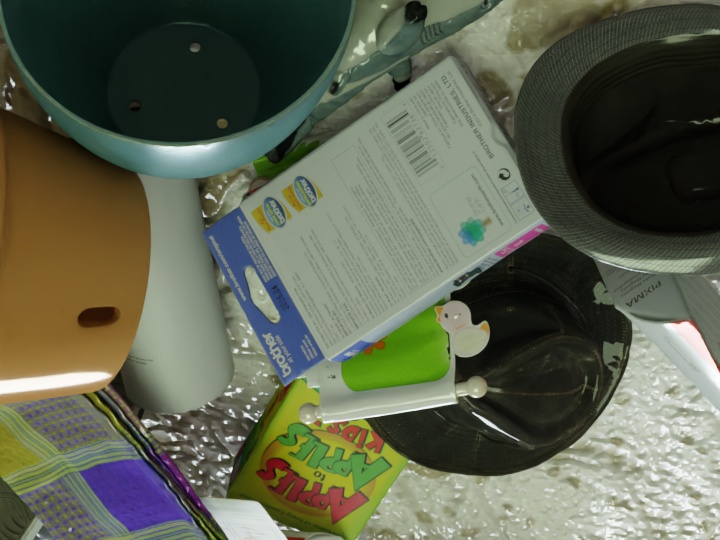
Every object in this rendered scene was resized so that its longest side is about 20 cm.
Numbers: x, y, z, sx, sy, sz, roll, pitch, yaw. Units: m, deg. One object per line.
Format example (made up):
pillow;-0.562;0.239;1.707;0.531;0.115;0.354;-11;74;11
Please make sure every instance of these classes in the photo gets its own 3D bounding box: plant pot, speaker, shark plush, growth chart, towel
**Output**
plant pot;-0.105;-0.134;1.088;0.199;0.201;0.135;10;158;0
speaker;-0.138;-0.003;1.242;0.081;0.081;0.201;-2;126;9
plant pot;-0.210;-0.006;1.090;0.139;0.201;0.201;8;132;-27
shark plush;0.009;-0.123;1.138;0.083;0.091;0.200;11;126;-42
growth chart;0.000;0.000;1.194;0.144;0.018;0.201;-19;80;17
towel;-0.184;0.145;1.267;0.143;0.023;0.200;-17;119;35

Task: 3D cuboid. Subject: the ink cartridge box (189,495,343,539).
ink cartridge box;-0.099;0.193;1.356;0.161;0.057;0.200;1;141;24

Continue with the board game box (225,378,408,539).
board game box;-0.010;0.104;1.325;0.101;0.048;0.200;23;127;-11

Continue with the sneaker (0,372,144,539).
sneaker;-0.214;0.142;1.379;0.075;0.106;0.200;44;99;18

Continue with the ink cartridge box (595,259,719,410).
ink cartridge box;0.228;0.072;1.161;0.057;0.200;0.162;-37;116;19

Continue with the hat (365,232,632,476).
hat;0.097;0.068;1.219;0.199;0.081;0.202;-6;115;-13

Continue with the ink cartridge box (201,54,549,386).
ink cartridge box;0.010;-0.028;1.162;0.199;0.042;0.120;-33;76;11

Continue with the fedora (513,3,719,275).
fedora;0.193;-0.065;1.119;0.199;0.178;0.090;-13;155;2
